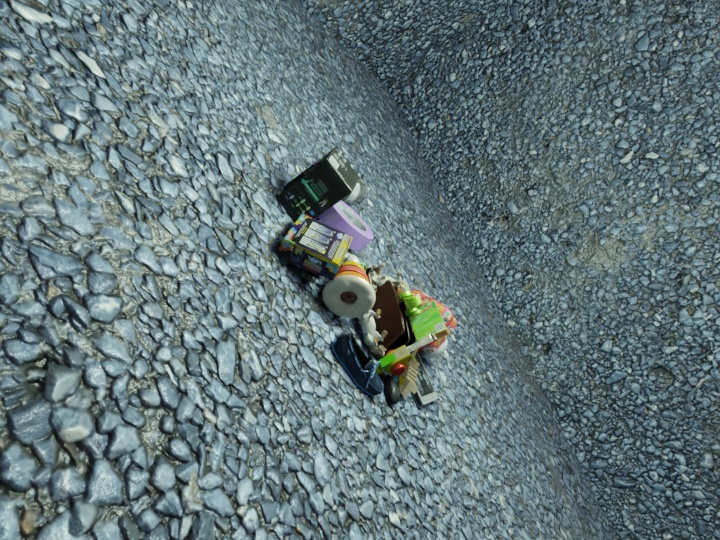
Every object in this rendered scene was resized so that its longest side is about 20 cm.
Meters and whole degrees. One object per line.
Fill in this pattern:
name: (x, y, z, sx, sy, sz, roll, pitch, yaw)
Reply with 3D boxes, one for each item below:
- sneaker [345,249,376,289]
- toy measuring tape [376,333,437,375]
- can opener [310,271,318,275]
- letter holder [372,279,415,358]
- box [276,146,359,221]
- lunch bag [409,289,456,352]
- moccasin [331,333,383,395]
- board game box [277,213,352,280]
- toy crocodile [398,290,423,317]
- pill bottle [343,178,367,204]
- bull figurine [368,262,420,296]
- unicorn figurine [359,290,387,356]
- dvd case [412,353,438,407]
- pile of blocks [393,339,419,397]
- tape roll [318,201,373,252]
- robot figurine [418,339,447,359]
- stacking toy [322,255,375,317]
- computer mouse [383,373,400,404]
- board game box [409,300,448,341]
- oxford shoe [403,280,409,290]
sneaker: (0.000, 0.000, 1.698, 0.077, 0.088, 0.201, 20, 43, -57)
toy measuring tape: (0.132, 0.247, 1.546, 0.074, 0.199, 0.074, 63, -5, 9)
can opener: (-0.092, 0.001, 1.575, 0.200, 0.053, 0.067, 31, 67, -51)
letter holder: (0.104, 0.147, 1.623, 0.100, 0.142, 0.201, 18, 40, -32)
box: (-0.123, -0.247, 1.600, 0.125, 0.199, 0.149, 51, 23, -15)
lunch bag: (0.195, 0.172, 1.763, 0.199, 0.176, 0.082, 32, -16, 38)
moccasin: (0.005, 0.250, 1.412, 0.200, 0.068, 0.081, 50, 23, -23)
board game box: (-0.120, -0.068, 1.476, 0.164, 0.057, 0.200, 26, 27, -2)
toy crocodile: (0.159, 0.097, 1.620, 0.200, 0.061, 0.068, 30, 37, -75)
pill bottle: (-0.058, -0.297, 1.936, 0.107, 0.106, 0.200, 63, 22, 11)
bull figurine: (0.099, 0.049, 1.744, 0.065, 0.199, 0.122, -52, 153, -40)
unicorn figurine: (0.029, 0.146, 1.564, 0.073, 0.137, 0.202, 5, 80, -15)
dvd case: (0.178, 0.334, 1.740, 0.150, 0.025, 0.201, 10, 53, -63)
pile of blocks: (0.141, 0.299, 1.635, 0.062, 0.082, 0.201, 43, 42, -34)
tape roll: (-0.050, -0.153, 1.759, 0.200, 0.066, 0.200, 42, 16, -15)
robot figurine: (0.227, 0.221, 1.872, 0.201, 0.112, 0.170, 58, -12, 1)
stacking toy: (-0.026, 0.021, 1.524, 0.146, 0.146, 0.201, 47, 28, -27)
computer mouse: (0.091, 0.304, 1.578, 0.059, 0.034, 0.201, 43, 26, -33)
board game box: (0.203, 0.156, 1.650, 0.200, 0.095, 0.030, -100, 168, -66)
oxford shoe: (0.102, 0.090, 1.859, 0.200, 0.058, 0.076, -30, 95, -54)
